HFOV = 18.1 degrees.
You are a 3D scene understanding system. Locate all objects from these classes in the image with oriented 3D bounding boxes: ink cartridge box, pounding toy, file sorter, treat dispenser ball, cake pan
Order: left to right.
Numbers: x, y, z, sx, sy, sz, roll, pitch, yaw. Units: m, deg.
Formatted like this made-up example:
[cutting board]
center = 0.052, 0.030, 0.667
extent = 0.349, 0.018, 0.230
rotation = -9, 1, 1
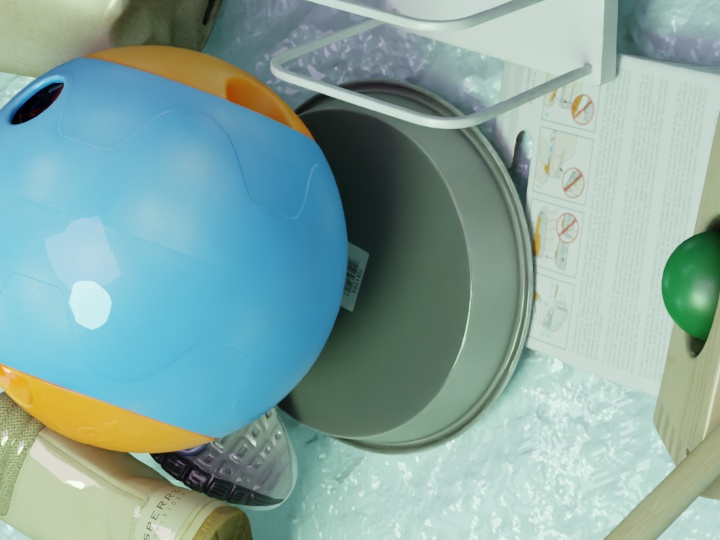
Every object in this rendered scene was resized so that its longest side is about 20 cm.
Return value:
[treat dispenser ball]
center = -0.105, -0.011, 1.126
extent = 0.199, 0.200, 0.203
rotation = 4, 98, 32
[cake pan]
center = 0.000, 0.000, 1.197
extent = 0.199, 0.037, 0.202
rotation = 5, 98, 37
[file sorter]
center = 0.033, -0.183, 1.061
extent = 0.138, 0.124, 0.202
rotation = 21, 123, 37
[ink cartridge box]
center = 0.146, -0.025, 1.120
extent = 0.199, 0.047, 0.162
rotation = 19, 107, 47
[pounding toy]
center = 0.203, 0.036, 0.970
extent = 0.198, 0.142, 0.186
rotation = 9, 103, -5

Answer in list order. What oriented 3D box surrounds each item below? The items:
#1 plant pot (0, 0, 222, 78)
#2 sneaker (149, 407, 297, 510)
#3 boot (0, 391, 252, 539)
[plant pot]
center = -0.174, -0.182, 1.223
extent = 0.182, 0.200, 0.202
rotation = 18, 105, 17
[sneaker]
center = -0.102, 0.066, 1.254
extent = 0.075, 0.087, 0.200
rotation = -48, 59, -5
[boot]
center = -0.135, 0.147, 1.227
extent = 0.155, 0.200, 0.073
rotation = 28, 67, 14
